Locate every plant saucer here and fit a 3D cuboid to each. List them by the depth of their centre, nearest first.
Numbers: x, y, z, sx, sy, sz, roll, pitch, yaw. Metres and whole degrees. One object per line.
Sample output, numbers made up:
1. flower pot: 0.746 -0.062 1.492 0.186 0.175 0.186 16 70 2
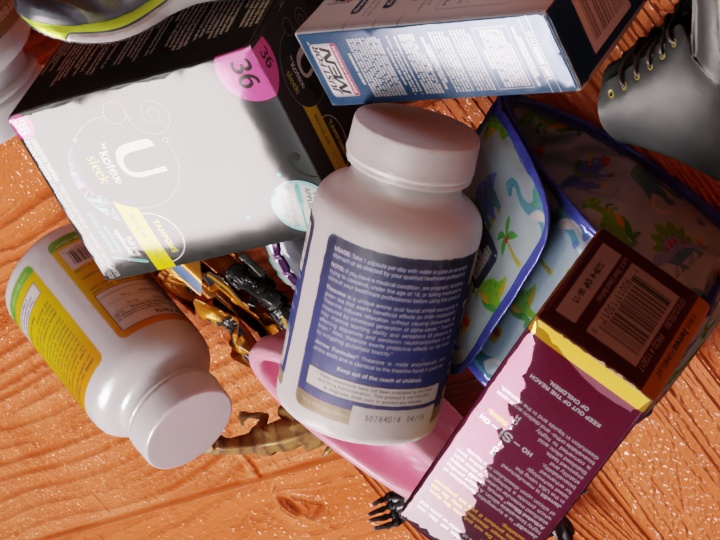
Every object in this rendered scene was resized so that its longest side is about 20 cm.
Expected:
1. plant saucer: 0.011 0.103 1.592 0.200 0.051 0.201 34 165 10

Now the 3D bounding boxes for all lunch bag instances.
1. lunch bag: 0.131 0.002 1.432 0.200 0.127 0.171 42 132 13

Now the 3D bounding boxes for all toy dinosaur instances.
1. toy dinosaur: -0.037 0.125 1.767 0.199 0.106 0.061 -19 89 9

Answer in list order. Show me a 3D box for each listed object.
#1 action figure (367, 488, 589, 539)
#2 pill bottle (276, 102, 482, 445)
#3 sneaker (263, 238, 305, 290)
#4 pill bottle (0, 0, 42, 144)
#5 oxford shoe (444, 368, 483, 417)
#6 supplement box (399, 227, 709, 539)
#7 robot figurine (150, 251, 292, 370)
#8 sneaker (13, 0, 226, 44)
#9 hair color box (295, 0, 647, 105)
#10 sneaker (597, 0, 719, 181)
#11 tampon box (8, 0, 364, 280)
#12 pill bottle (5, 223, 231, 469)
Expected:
1. action figure: 0.090 0.194 1.707 0.119 0.102 0.200 56 145 -3
2. pill bottle: 0.016 0.001 1.402 0.110 0.111 0.202 22 113 23
3. sneaker: 0.000 0.000 1.616 0.087 0.075 0.200 -3 138 31
4. pill bottle: -0.318 -0.194 1.640 0.119 0.120 0.201 -3 127 44
5. oxford shoe: 0.070 0.053 1.591 0.070 0.074 0.200 -13 151 7
6. supplement box: 0.117 0.087 1.340 0.085 0.110 0.201 36 131 6
7. robot figurine: -0.115 0.011 1.704 0.200 0.058 0.145 41 168 2
8. sneaker: -0.133 -0.210 1.420 0.074 0.199 0.081 -119 11 -54
9. hair color box: 0.068 -0.158 1.345 0.199 0.100 0.061 1 131 42
10. sneaker: 0.187 -0.132 1.284 0.106 0.075 0.201 16 139 27
11. tampon box: -0.106 -0.102 1.498 0.199 0.127 0.150 -13 122 28
12. pill bottle: -0.190 0.062 1.753 0.200 0.111 0.112 47 152 32
